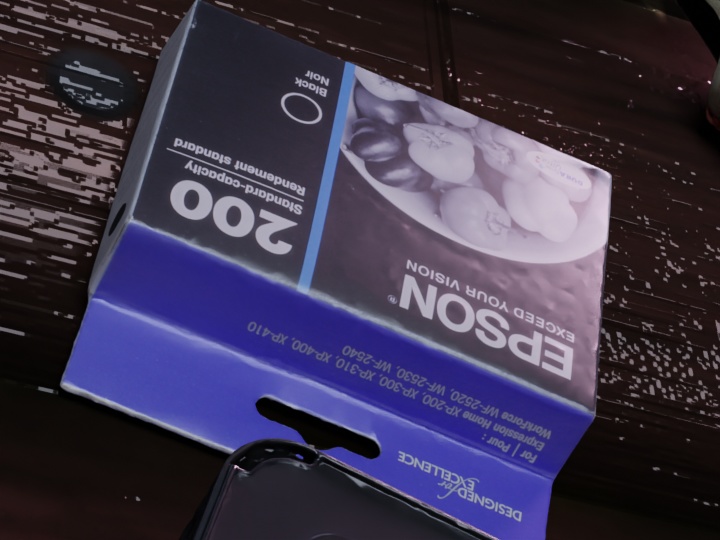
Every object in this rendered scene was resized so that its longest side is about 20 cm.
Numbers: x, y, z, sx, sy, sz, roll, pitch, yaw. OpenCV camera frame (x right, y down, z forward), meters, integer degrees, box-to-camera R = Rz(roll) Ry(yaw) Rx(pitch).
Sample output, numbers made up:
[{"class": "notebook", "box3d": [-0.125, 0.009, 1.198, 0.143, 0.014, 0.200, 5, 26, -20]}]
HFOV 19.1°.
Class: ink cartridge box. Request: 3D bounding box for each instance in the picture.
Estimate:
[{"class": "ink cartridge box", "box3d": [0.000, 0.000, 0.836, 0.198, 0.043, 0.200, 22, 44, -11]}]

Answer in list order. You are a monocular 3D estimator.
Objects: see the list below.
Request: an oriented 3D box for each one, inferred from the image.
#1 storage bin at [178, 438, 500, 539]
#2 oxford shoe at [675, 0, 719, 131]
[{"class": "storage bin", "box3d": [0.019, 0.159, 0.656, 0.200, 0.094, 0.135, 27, 42, -6]}, {"class": "oxford shoe", "box3d": [0.205, -0.068, 1.022, 0.075, 0.070, 0.200, -14, 58, -3]}]
